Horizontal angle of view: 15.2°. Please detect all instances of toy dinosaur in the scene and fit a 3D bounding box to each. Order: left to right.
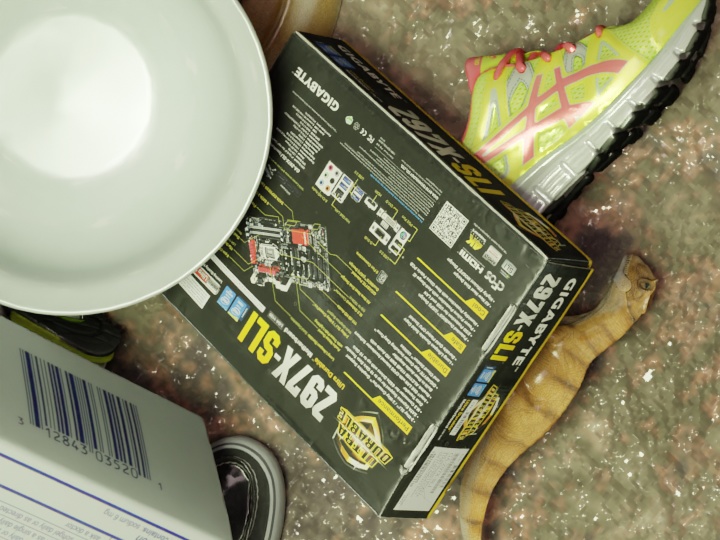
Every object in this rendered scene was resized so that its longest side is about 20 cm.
[{"bbox_3d":[0.076,0.070,1.386,0.106,0.060,0.201,34,97,8],"label":"toy dinosaur"}]

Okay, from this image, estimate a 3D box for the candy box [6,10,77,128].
[{"bbox_3d":[-0.173,-0.185,1.417,0.102,0.026,0.201,29,97,12],"label":"candy box"}]

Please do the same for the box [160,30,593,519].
[{"bbox_3d":[0.000,0.000,1.360,0.200,0.049,0.160,43,112,30],"label":"box"}]

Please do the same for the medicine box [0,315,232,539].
[{"bbox_3d":[-0.198,0.136,1.355,0.182,0.103,0.200,28,117,-32],"label":"medicine box"}]

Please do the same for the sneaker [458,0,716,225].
[{"bbox_3d":[0.096,-0.087,1.372,0.200,0.078,0.090,-44,80,9],"label":"sneaker"}]

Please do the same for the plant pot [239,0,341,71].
[{"bbox_3d":[-0.108,-0.163,1.437,0.198,0.027,0.202,0,90,12],"label":"plant pot"}]

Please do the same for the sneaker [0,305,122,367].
[{"bbox_3d":[-0.230,0.030,1.444,0.199,0.074,0.081,25,104,15],"label":"sneaker"}]

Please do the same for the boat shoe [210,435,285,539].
[{"bbox_3d":[-0.107,0.179,1.421,0.070,0.066,0.201,35,97,8],"label":"boat shoe"}]

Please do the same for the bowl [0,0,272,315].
[{"bbox_3d":[-0.147,-0.084,1.366,0.199,0.090,0.203,-2,102,-7],"label":"bowl"}]

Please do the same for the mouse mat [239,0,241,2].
[{"bbox_3d":[-0.166,-0.115,1.433,0.160,0.008,0.201,31,96,9],"label":"mouse mat"}]
